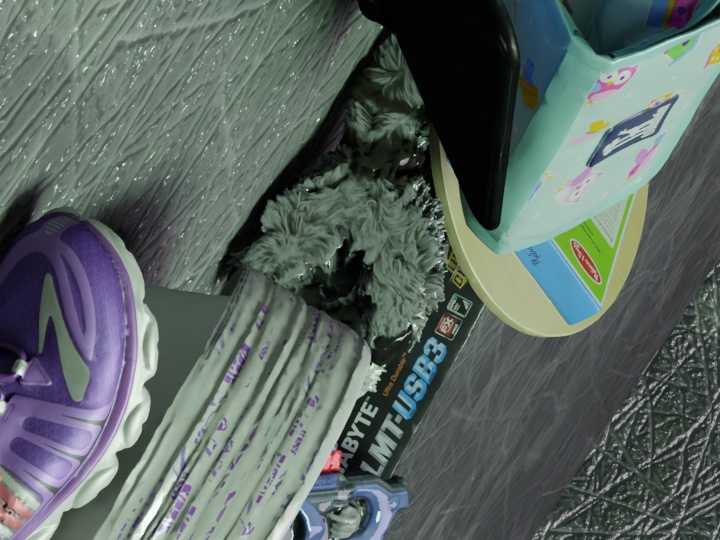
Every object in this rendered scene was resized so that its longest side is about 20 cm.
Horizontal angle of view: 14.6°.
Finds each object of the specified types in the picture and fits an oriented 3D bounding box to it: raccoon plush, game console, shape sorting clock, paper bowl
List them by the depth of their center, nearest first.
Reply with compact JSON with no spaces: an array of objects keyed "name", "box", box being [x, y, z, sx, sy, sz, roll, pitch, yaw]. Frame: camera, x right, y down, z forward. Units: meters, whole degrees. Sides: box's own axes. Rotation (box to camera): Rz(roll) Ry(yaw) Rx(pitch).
[{"name":"paper bowl","box":[-0.089,0.088,1.121,0.201,0.104,0.201,-57,-174,10]},{"name":"game console","box":[0.061,-0.144,1.165,0.176,0.116,0.200,-53,169,-17]},{"name":"raccoon plush","box":[0.007,-0.014,1.374,0.200,0.097,0.134,-55,176,-12]},{"name":"shape sorting clock","box":[0.093,-0.065,1.463,0.200,0.039,0.201,15,72,-54]}]

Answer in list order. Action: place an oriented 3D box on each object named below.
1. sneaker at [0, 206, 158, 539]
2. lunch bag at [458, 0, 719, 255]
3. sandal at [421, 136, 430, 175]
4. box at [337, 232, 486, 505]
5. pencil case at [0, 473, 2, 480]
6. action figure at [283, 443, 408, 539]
[{"name":"sneaker","box":[-0.143,0.070,1.006,0.201,0.080,0.083,-62,153,2]},{"name":"lunch bag","box":[0.115,-0.121,1.324,0.171,0.121,0.201,119,-6,-55]},{"name":"sandal","box":[0.000,0.000,1.480,0.201,0.043,0.076,-63,167,26]},{"name":"box","box":[0.038,0.025,1.598,0.199,0.050,0.200,-63,-178,17]},{"name":"pencil case","box":[-0.197,0.121,0.892,0.200,0.088,0.088,-57,169,-3]},{"name":"action figure","box":[-0.085,0.136,1.466,0.199,0.105,0.194,8,111,-45]}]
